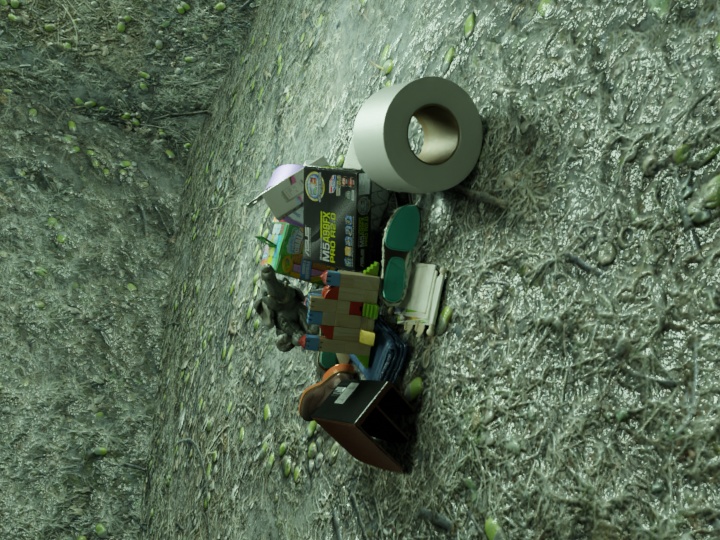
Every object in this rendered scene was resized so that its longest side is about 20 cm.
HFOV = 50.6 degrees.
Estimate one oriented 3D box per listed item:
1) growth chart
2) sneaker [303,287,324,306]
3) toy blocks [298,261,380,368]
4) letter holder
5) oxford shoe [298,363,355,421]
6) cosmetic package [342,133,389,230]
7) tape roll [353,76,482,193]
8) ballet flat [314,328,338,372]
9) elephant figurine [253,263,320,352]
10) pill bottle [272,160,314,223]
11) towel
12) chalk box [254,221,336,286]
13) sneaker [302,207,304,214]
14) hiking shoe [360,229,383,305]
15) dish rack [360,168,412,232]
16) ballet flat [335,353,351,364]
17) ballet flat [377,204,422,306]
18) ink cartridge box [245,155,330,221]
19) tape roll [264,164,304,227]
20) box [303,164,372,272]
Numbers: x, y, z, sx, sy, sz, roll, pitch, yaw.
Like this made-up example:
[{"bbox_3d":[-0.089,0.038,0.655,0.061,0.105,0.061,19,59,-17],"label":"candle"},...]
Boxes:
[{"bbox_3d":[0.103,0.047,1.446,0.200,0.018,0.145,19,94,66],"label":"growth chart"},{"bbox_3d":[-0.103,0.093,1.833,0.200,0.070,0.082,-32,69,56],"label":"sneaker"},{"bbox_3d":[-0.043,0.077,1.445,0.100,0.136,0.201,-140,57,-78],"label":"toy blocks"},{"bbox_3d":[0.023,0.285,1.402,0.101,0.142,0.200,-48,14,-22],"label":"letter holder"},{"bbox_3d":[-0.075,0.281,1.636,0.200,0.071,0.073,-53,37,40],"label":"oxford shoe"},{"bbox_3d":[0.010,-0.184,1.650,0.081,0.113,0.201,19,97,27],"label":"cosmetic package"},{"bbox_3d":[0.103,-0.245,1.394,0.139,0.202,0.203,17,92,66],"label":"tape roll"},{"bbox_3d":[-0.068,0.129,1.714,0.064,0.067,0.201,161,122,-72],"label":"ballet flat"},{"bbox_3d":[-0.178,0.074,1.755,0.155,0.200,0.142,-31,7,33],"label":"elephant figurine"},{"bbox_3d":[-0.147,-0.185,2.014,0.200,0.113,0.113,-63,27,25],"label":"pill bottle"},{"bbox_3d":[0.030,0.157,1.503,0.112,0.048,0.200,-69,25,11],"label":"towel"},{"bbox_3d":[-0.163,-0.044,1.858,0.125,0.199,0.124,10,85,66],"label":"chalk box"},{"bbox_3d":[-0.055,-0.154,1.722,0.077,0.200,0.112,12,84,33],"label":"sneaker"},{"bbox_3d":[0.000,0.000,1.577,0.086,0.074,0.201,-12,48,32],"label":"hiking shoe"},{"bbox_3d":[0.010,-0.146,1.559,0.199,0.055,0.154,-14,84,19],"label":"dish rack"},{"bbox_3d":[-0.033,0.105,1.648,0.069,0.069,0.201,10,85,66],"label":"ballet flat"},{"bbox_3d":[0.069,-0.030,1.467,0.072,0.072,0.201,7,82,66],"label":"ballet flat"},{"bbox_3d":[-0.149,-0.167,1.673,0.200,0.068,0.116,-32,3,-2],"label":"ink cartridge box"},{"bbox_3d":[-0.132,-0.171,1.854,0.200,0.200,0.066,-27,35,59],"label":"tape roll"},{"bbox_3d":[-0.049,-0.108,1.538,0.160,0.044,0.201,14,107,43],"label":"box"}]
